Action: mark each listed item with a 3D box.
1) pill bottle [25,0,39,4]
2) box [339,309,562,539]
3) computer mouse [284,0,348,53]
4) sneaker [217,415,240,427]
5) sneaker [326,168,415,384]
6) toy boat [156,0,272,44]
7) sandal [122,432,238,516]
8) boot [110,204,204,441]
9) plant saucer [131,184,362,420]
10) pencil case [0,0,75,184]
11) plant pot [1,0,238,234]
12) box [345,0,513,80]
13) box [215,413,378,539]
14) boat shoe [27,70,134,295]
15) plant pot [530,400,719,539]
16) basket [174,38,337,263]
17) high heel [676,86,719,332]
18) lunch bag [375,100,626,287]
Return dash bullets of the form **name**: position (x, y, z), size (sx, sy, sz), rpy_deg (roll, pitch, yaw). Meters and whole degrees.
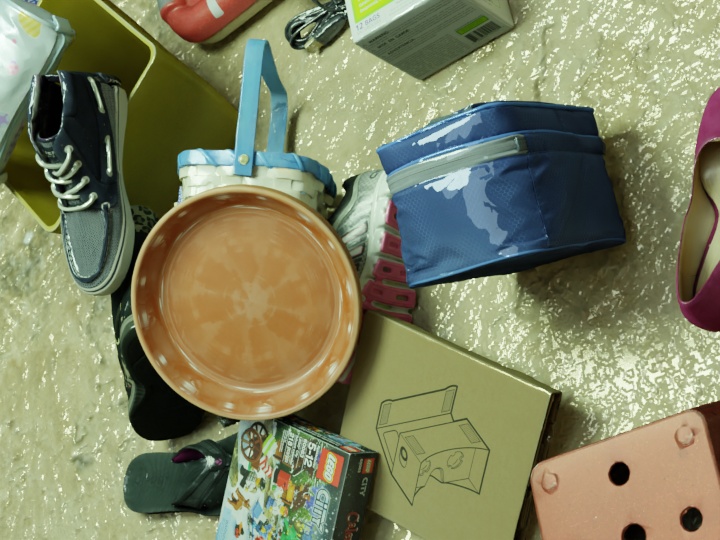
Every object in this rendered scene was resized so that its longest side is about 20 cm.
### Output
- **pill bottle**: position (-0.344, -0.258, 1.685), size (0.116, 0.115, 0.200), rpy_deg (-54, 51, 13)
- **box**: position (0.064, 0.141, 1.258), size (0.199, 0.021, 0.165), rpy_deg (23, 106, 39)
- **computer mouse**: position (-0.085, -0.303, 1.460), size (0.110, 0.200, 0.044), rpy_deg (-41, 16, 29)
- **sneaker**: position (-0.114, 0.056, 1.441), size (0.085, 0.078, 0.201), rpy_deg (-17, 52, -5)
- **sneaker**: position (0.000, 0.000, 1.353), size (0.087, 0.073, 0.201), rpy_deg (8, 82, 47)
- **toy boat**: position (-0.147, -0.327, 1.532), size (0.199, 0.130, 0.131), rpy_deg (-33, 58, 28)
- **sandal**: position (-0.158, 0.195, 1.436), size (0.199, 0.048, 0.076), rpy_deg (-17, 66, 36)
- **boot**: position (-0.195, 0.053, 1.446), size (0.073, 0.204, 0.155), rpy_deg (-9, 54, -7)
- **plant saucer**: position (-0.095, 0.026, 1.295), size (0.199, 0.032, 0.202), rpy_deg (3, 104, 12)
- **pencil case**: position (-0.344, -0.159, 1.443), size (0.091, 0.083, 0.201), rpy_deg (32, 97, 43)
- **plant pot**: position (-0.236, -0.145, 1.520), size (0.200, 0.176, 0.201), rpy_deg (41, 104, 40)
- **box**: position (0.048, -0.293, 1.380), size (0.112, 0.101, 0.201), rpy_deg (-26, 62, 31)
- **box**: position (-0.065, 0.231, 1.331), size (0.136, 0.038, 0.202), rpy_deg (19, 100, 42)
- **boat shoe**: position (-0.253, -0.080, 1.346), size (0.074, 0.093, 0.202), rpy_deg (-8, 81, 26)
- **plant pot**: position (0.225, 0.188, 1.036), size (0.199, 0.176, 0.201), rpy_deg (-24, 62, 31)
- **basket**: position (-0.092, -0.089, 1.380), size (0.138, 0.176, 0.202), rpy_deg (8, 77, 8)
- **high heel**: position (0.264, -0.053, 1.130), size (0.067, 0.096, 0.202), rpy_deg (-15, 68, 35)
- **lunch bag**: position (0.115, -0.069, 1.200), size (0.135, 0.199, 0.133), rpy_deg (-15, 85, 33)
